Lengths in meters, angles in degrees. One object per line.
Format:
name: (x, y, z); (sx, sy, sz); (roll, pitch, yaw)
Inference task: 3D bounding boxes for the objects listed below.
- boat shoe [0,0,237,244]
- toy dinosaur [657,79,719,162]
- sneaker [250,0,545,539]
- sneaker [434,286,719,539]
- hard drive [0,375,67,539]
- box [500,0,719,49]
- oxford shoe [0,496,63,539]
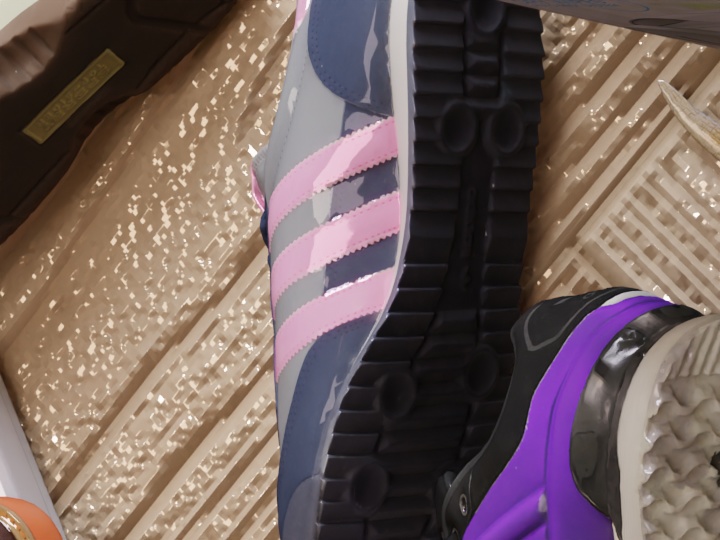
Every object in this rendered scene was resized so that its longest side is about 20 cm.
boat shoe: (-0.125, -0.061, 0.890); (0.200, 0.072, 0.076); (-38, 51, 2)
toy dinosaur: (0.157, 0.001, 0.736); (0.200, 0.058, 0.102); (10, 87, 52)
sneaker: (0.000, 0.000, 0.824); (0.082, 0.070, 0.201); (9, 87, 47)
sneaker: (0.060, 0.099, 0.776); (0.099, 0.069, 0.201); (21, 105, 49)
hard drive: (-0.167, 0.073, 0.927); (0.132, 0.027, 0.201); (-32, 71, 24)
box: (0.121, -0.105, 0.652); (0.200, 0.176, 0.097); (7, 89, 56)
oxford shoe: (-0.184, 0.128, 0.874); (0.200, 0.072, 0.071); (-37, 70, 22)
